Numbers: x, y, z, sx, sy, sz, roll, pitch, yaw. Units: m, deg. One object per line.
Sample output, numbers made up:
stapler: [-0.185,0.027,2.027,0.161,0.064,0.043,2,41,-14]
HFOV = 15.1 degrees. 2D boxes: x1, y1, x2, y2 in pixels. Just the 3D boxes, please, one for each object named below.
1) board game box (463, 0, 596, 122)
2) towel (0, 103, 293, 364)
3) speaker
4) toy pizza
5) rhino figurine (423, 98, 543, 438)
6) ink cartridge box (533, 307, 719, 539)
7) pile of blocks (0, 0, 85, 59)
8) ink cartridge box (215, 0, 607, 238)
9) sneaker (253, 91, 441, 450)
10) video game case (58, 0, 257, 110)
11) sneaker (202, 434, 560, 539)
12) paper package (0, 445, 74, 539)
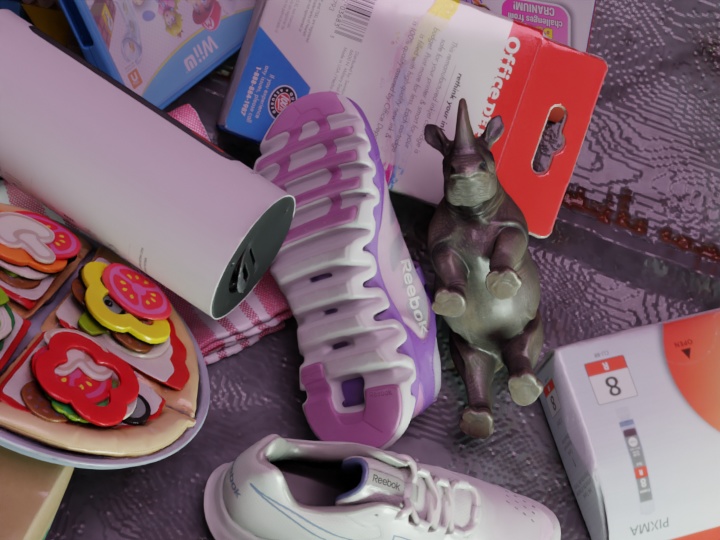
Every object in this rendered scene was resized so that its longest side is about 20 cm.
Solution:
board game box: [0.074,-0.205,1.669,0.152,0.040,0.201,18,62,-9]
towel: [-0.147,0.000,1.511,0.199,0.030,0.147,-24,75,-25]
speaker: [-0.135,-0.057,1.476,0.199,0.081,0.081,33,60,14]
toy pizza: [-0.165,0.024,1.410,0.199,0.032,0.201,23,32,-15]
rhino figurine: [0.066,-0.010,1.505,0.059,0.201,0.088,-5,36,8]
ink cartridge box: [0.205,0.124,1.556,0.161,0.050,0.201,-12,67,-22]
pile of blocks: [-0.195,-0.187,1.574,0.201,0.082,0.062,62,21,4]
ink cartridge box: [0.029,-0.103,1.569,0.199,0.067,0.117,20,90,-9]
sneaker: [0.000,0.000,1.516,0.088,0.080,0.201,-7,85,-58]
video game case: [-0.132,-0.199,1.536,0.143,0.018,0.201,-43,116,-46]
sneaker: [0.018,0.134,1.470,0.199,0.087,0.075,8,63,-15]
paper package: [-0.267,0.137,1.368,0.190,0.104,0.201,29,60,-5]
